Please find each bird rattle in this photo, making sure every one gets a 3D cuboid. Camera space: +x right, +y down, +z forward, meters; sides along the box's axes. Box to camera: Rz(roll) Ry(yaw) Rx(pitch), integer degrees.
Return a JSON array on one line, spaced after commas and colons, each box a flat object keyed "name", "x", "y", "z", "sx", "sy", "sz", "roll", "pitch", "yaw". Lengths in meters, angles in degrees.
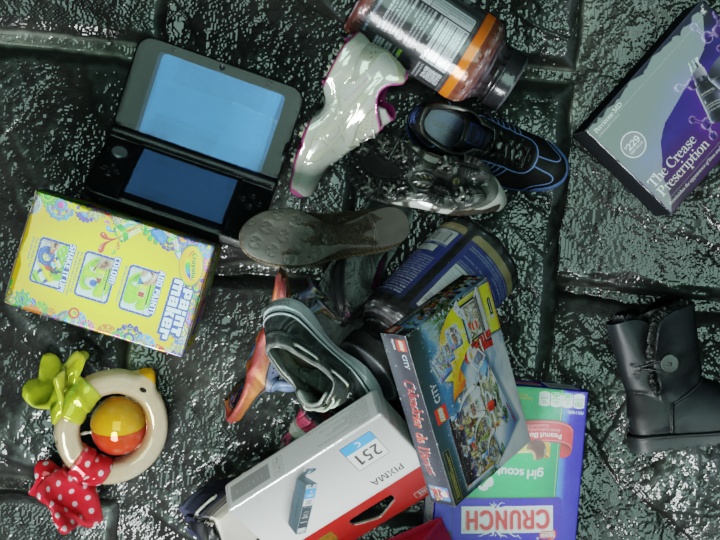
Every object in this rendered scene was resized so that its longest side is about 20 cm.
[{"name": "bird rattle", "x": -0.291, "y": 0.185, "z": 1.601, "sx": 0.161, "sy": 0.112, "sz": 0.203, "roll": -10, "pitch": 95, "yaw": -20}]

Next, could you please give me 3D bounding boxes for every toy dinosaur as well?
[{"name": "toy dinosaur", "x": -0.106, "y": 0.088, "z": 1.587, "sx": 0.181, "sy": 0.105, "sz": 0.200, "roll": -43, "pitch": 132, "yaw": 6}]

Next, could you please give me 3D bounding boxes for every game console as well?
[{"name": "game console", "x": -0.182, "y": -0.141, "z": 1.587, "sx": 0.198, "sy": 0.177, "sz": 0.117, "roll": 18, "pitch": 128, "yaw": -3}]

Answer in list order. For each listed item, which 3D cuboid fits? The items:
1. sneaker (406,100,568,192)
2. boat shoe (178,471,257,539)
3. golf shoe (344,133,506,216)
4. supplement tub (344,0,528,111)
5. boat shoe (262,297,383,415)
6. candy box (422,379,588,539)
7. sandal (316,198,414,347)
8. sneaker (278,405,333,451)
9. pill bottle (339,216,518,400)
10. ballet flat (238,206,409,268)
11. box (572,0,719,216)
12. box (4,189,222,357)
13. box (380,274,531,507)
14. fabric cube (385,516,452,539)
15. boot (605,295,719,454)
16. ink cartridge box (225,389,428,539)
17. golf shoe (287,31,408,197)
[{"name": "sneaker", "x": 0.146, "y": -0.139, "z": 1.628, "sx": 0.198, "sy": 0.078, "sz": 0.071, "roll": 17, "pitch": 90, "yaw": -3}, {"name": "boat shoe", "x": -0.114, "y": 0.243, "z": 1.625, "sx": 0.199, "sy": 0.092, "sz": 0.075, "roll": -29, "pitch": 115, "yaw": -32}, {"name": "golf shoe", "x": 0.073, "y": -0.096, "z": 1.610, "sx": 0.199, "sy": 0.094, "sz": 0.079, "roll": 20, "pitch": 88, "yaw": 36}, {"name": "supplement tub", "x": 0.087, "y": -0.261, "z": 1.608, "sx": 0.199, "sy": 0.107, "sz": 0.108, "roll": 33, "pitch": 89, "yaw": -5}, {"name": "boat shoe", "x": -0.046, "y": 0.115, "z": 1.508, "sx": 0.072, "sy": 0.071, "sz": 0.200, "roll": -16, "pitch": 133, "yaw": 32}, {"name": "candy box", "x": 0.163, "y": 0.227, "z": 1.638, "sx": 0.167, "sy": 0.077, "sz": 0.203, "roll": 4, "pitch": 92, "yaw": -4}, {"name": "sandal", "x": -0.001, "y": -0.001, "z": 1.636, "sx": 0.075, "sy": 0.048, "sz": 0.202, "roll": 22, "pitch": 89, "yaw": -4}, {"name": "sneaker", "x": -0.007, "y": 0.207, "z": 1.607, "sx": 0.199, "sy": 0.081, "sz": 0.075, "roll": 26, "pitch": 108, "yaw": -33}, {"name": "pill bottle", "x": 0.073, "y": 0.043, "z": 1.583, "sx": 0.112, "sy": 0.112, "sz": 0.200, "roll": 47, "pitch": 69, "yaw": -3}, {"name": "ballet flat", "x": -0.041, "y": -0.038, "z": 1.578, "sx": 0.198, "sy": 0.046, "sz": 0.068, "roll": -8, "pitch": 84, "yaw": -23}, {"name": "box", "x": 0.362, "y": -0.183, "z": 1.642, "sx": 0.141, "sy": 0.079, "sz": 0.200, "roll": 42, "pitch": 89, "yaw": -1}, {"name": "box", "x": -0.257, "y": 0.000, "z": 1.544, "sx": 0.191, "sy": 0.200, "sz": 0.123, "roll": 17, "pitch": 90, "yaw": -3}, {"name": "box", "x": 0.103, "y": 0.125, "z": 1.512, "sx": 0.136, "sy": 0.037, "sz": 0.202, "roll": -32, "pitch": 114, "yaw": -38}, {"name": "fabric cube", "x": 0.025, "y": 0.419, "z": 1.543, "sx": 0.199, "sy": 0.196, "sz": 0.201, "roll": -27, "pitch": 93, "yaw": 27}, {"name": "boot", "x": 0.388, "y": 0.113, "z": 1.648, "sx": 0.198, "sy": 0.076, "sz": 0.170, "roll": -8, "pitch": 96, "yaw": 3}, {"name": "ink cartridge box", "x": -0.016, "y": 0.239, "z": 1.546, "sx": 0.199, "sy": 0.045, "sz": 0.176, "roll": -33, "pitch": 126, "yaw": 12}, {"name": "golf shoe", "x": -0.016, "y": -0.160, "z": 1.596, "sx": 0.091, "sy": 0.075, "sz": 0.201, "roll": 25, "pitch": 115, "yaw": 0}]
